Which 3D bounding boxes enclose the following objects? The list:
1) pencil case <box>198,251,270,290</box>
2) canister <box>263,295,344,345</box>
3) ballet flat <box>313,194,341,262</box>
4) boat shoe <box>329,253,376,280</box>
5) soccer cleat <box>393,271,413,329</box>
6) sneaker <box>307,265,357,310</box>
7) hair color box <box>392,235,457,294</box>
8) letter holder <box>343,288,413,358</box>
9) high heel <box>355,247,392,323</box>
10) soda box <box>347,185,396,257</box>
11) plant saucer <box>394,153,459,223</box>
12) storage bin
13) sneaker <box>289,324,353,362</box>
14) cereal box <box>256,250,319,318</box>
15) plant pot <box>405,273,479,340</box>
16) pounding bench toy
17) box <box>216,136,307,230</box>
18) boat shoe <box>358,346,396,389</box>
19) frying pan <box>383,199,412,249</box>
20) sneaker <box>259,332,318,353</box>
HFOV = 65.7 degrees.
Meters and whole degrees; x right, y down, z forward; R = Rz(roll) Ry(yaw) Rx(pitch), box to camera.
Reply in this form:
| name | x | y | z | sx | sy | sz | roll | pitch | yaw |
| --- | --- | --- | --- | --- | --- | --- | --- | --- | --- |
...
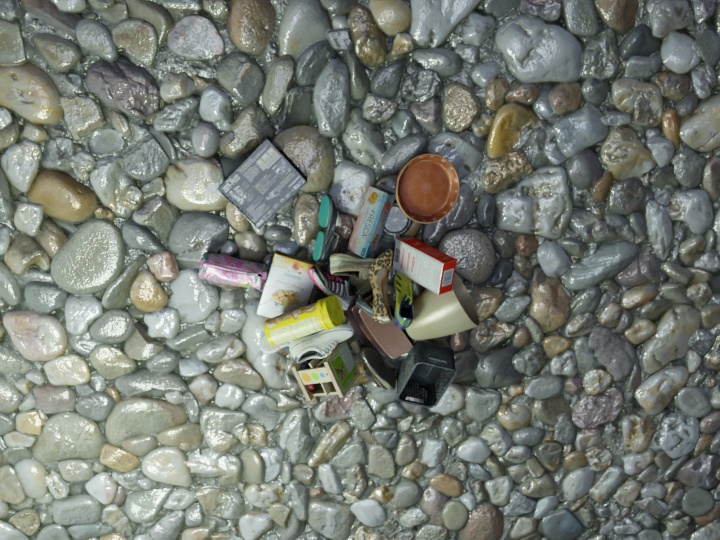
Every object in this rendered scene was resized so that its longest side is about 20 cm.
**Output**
| name | x | y | z | sx | sy | sz | roll | pitch | yaw |
| --- | --- | --- | --- | --- | --- | --- | --- | --- | --- |
| pencil case | -0.370 | 0.003 | 1.635 | 0.197 | 0.088 | 0.089 | 12 | 106 | -6 |
| canister | -0.161 | 0.145 | 1.602 | 0.198 | 0.148 | 0.088 | -19 | 89 | 13 |
| ballet flat | -0.092 | -0.121 | 1.641 | 0.072 | 0.073 | 0.203 | 9 | 100 | -8 |
| boat shoe | 0.000 | 0.000 | 1.656 | 0.198 | 0.072 | 0.066 | 11 | 65 | -26 |
| soccer cleat | 0.136 | 0.075 | 1.663 | 0.064 | 0.202 | 0.084 | 11 | 150 | -12 |
| sneaker | -0.079 | 0.034 | 1.667 | 0.088 | 0.074 | 0.200 | -48 | 128 | -4 |
| hair color box | 0.182 | -0.018 | 1.618 | 0.061 | 0.199 | 0.103 | -14 | 122 | -37 |
| letter holder | 0.050 | 0.177 | 1.724 | 0.141 | 0.101 | 0.201 | -33 | 107 | 7 |
| high heel | 0.078 | 0.047 | 1.591 | 0.071 | 0.142 | 0.202 | 19 | 99 | -46 |
| soda box | 0.032 | -0.142 | 1.630 | 0.068 | 0.063 | 0.202 | 27 | 107 | 23 |
| plant saucer | 0.194 | -0.240 | 1.630 | 0.198 | 0.032 | 0.203 | -4 | 105 | -15 |
| storage bin | 0.203 | 0.327 | 1.751 | 0.133 | 0.094 | 0.201 | 14 | 130 | -10 |
| sneaker | -0.108 | 0.222 | 1.646 | 0.198 | 0.071 | 0.073 | -20 | 145 | -7 |
| cereal box | -0.220 | 0.056 | 1.691 | 0.142 | 0.040 | 0.202 | 16 | 104 | -12 |
| plant pot | 0.231 | 0.128 | 1.698 | 0.199 | 0.188 | 0.188 | -31 | 108 | 20 |
| pounding bench toy | -0.096 | 0.292 | 1.740 | 0.155 | 0.200 | 0.125 | -14 | 109 | 32 |
| box | -0.273 | -0.245 | 1.569 | 0.200 | 0.086 | 0.164 | -43 | 106 | 8 |
| boat shoe | 0.041 | 0.317 | 1.760 | 0.073 | 0.075 | 0.201 | -15 | 128 | 29 |
| frying pan | 0.093 | -0.119 | 1.676 | 0.113 | 0.031 | 0.192 | 13 | 103 | -8 |
| sneaker | -0.210 | 0.211 | 1.726 | 0.197 | 0.082 | 0.078 | -8 | 77 | 3 |
